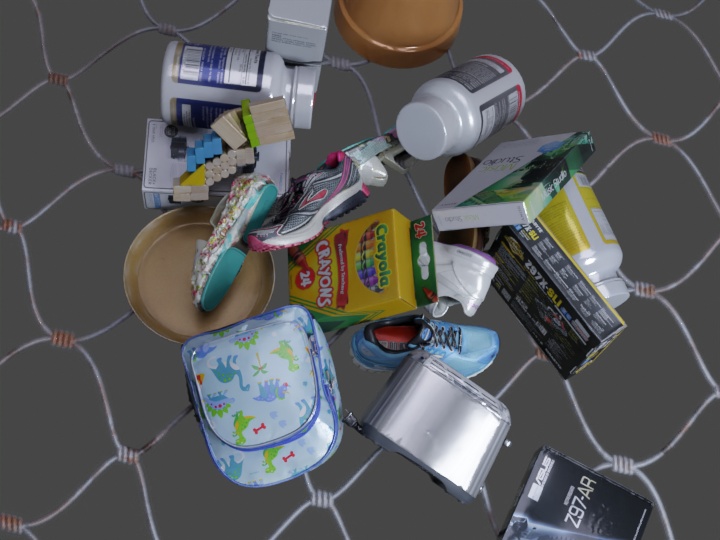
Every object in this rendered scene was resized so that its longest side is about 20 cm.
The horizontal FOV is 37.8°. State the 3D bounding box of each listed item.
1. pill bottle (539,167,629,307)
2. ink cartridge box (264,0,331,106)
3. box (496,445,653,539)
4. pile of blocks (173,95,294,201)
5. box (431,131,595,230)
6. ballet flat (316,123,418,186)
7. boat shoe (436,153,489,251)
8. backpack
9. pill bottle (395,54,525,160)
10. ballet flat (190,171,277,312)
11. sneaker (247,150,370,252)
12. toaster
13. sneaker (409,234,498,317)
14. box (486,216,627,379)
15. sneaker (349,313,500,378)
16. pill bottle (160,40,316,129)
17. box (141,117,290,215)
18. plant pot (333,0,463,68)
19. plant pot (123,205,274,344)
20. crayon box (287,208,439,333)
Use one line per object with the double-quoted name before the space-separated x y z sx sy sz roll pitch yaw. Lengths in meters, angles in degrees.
"pill bottle" 0.290 -0.039 1.446 0.112 0.112 0.201 -16 70 -14
"ink cartridge box" -0.087 -0.345 1.478 0.083 0.200 0.145 9 66 -4
"box" 0.256 0.344 1.314 0.160 0.044 0.200 28 66 4
"pile of blocks" -0.173 -0.169 1.360 0.200 0.082 0.062 -34 34 13
"box" 0.202 -0.119 1.382 0.200 0.144 0.036 -45 120 -40
"ballet flat" 0.034 -0.162 1.492 0.200 0.069 0.071 -31 77 -23
"boat shoe" 0.153 -0.064 1.463 0.070 0.070 0.201 26 66 -41
"backpack" -0.116 0.157 1.276 0.182 0.147 0.201 -17 86 0
"pill bottle" 0.138 -0.224 1.469 0.111 0.111 0.200 44 44 12
"ballet flat" -0.176 -0.041 1.376 0.064 0.076 0.201 23 76 26
"sneaker" -0.078 -0.086 1.393 0.200 0.080 0.075 -39 112 -36
"toaster" 0.088 0.185 1.302 0.200 0.114 0.129 34 82 -3
"sneaker" 0.080 0.003 1.393 0.199 0.075 0.100 16 85 36
"box" 0.247 0.032 1.383 0.049 0.160 0.200 -31 73 -19
"sneaker" 0.088 0.098 1.372 0.199 0.090 0.079 0 67 -9
"pill bottle" -0.162 -0.241 1.412 0.199 0.111 0.112 6 66 -3
"box" -0.196 -0.142 1.453 0.199 0.060 0.117 1 67 -7
"plant pot" 0.065 -0.422 1.566 0.199 0.140 0.201 3 67 -6
"plant pot" -0.214 0.009 1.405 0.199 0.028 0.201 3 67 -7
"crayon box" 0.000 0.000 1.364 0.199 0.051 0.128 -16 64 26
